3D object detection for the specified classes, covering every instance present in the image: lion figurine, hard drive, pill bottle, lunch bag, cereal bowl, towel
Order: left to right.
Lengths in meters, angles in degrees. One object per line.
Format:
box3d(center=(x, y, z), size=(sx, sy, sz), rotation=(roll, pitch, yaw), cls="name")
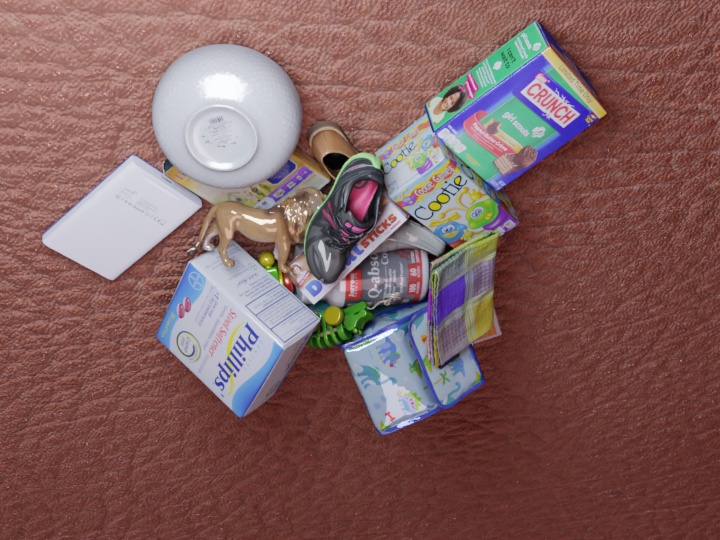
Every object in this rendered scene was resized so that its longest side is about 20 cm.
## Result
box3d(center=(-0.350, -0.074, 1.483), size=(0.200, 0.025, 0.132), rotation=(-36, 134, 22), cls="hard drive")
box3d(center=(-0.178, -0.190, 1.322), size=(0.200, 0.083, 0.200), rotation=(1, 124, 1), cls="cereal bowl")
box3d(center=(-0.151, -0.067, 1.468), size=(0.200, 0.073, 0.123), rotation=(2, 120, -11), cls="lion figurine")
box3d(center=(0.000, 0.000, 1.594), size=(0.200, 0.116, 0.116), rotation=(-5, 137, -11), cls="pill bottle")
box3d(center=(0.085, 0.145, 1.625), size=(0.200, 0.127, 0.170), rotation=(-23, 103, -3), cls="lunch bag")
box3d(center=(0.158, 0.044, 1.543), size=(0.144, 0.023, 0.200), rotation=(-28, 134, -31), cls="towel")

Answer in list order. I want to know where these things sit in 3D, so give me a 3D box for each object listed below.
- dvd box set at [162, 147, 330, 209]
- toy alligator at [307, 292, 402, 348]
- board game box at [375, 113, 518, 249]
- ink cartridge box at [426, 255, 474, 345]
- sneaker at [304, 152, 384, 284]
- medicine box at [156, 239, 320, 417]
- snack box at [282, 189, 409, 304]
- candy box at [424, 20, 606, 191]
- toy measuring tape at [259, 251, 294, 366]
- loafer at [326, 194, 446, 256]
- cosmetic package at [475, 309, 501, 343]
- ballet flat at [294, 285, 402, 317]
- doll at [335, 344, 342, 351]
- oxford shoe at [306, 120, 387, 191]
box3d(center=(-0.163, -0.142, 1.457), size=(0.146, 0.029, 0.200), rotation=(-38, 134, 24), cls="dvd box set")
box3d(center=(-0.022, 0.084, 1.566), size=(0.200, 0.054, 0.059), rotation=(-16, 160, 23), cls="toy alligator")
box3d(center=(0.130, -0.122, 1.507), size=(0.105, 0.103, 0.200), rotation=(-36, 134, 22), cls="board game box")
box3d(center=(0.137, 0.081, 1.687), size=(0.119, 0.042, 0.200), rotation=(11, 105, -1), cls="ink cartridge box")
box3d(center=(-0.023, -0.067, 1.411), size=(0.077, 0.084, 0.200), rotation=(15, 112, -18), cls="sneaker")
box3d(center=(-0.193, 0.090, 1.570), size=(0.103, 0.200, 0.182), rotation=(-33, 160, -50), cls="medicine box")
box3d(center=(-0.023, -0.039, 1.485), size=(0.072, 0.024, 0.200), rotation=(46, 112, -4), cls="snack box")
box3d(center=(0.221, -0.230, 1.436), size=(0.200, 0.077, 0.169), rotation=(-36, 133, 21), cls="candy box")
box3d(center=(-0.135, 0.058, 1.633), size=(0.073, 0.074, 0.200), rotation=(-11, 115, -3), cls="toy measuring tape")
box3d(center=(0.031, -0.055, 1.532), size=(0.200, 0.070, 0.070), rotation=(19, 176, -2), cls="loafer")
box3d(center=(0.137, 0.090, 1.765), size=(0.200, 0.071, 0.101), rotation=(-19, 138, 6), cls="cosmetic package")
box3d(center=(-0.023, 0.056, 1.686), size=(0.200, 0.072, 0.072), rotation=(10, 134, -12), cls="ballet flat")
box3d(center=(-0.101, 0.097, 1.719), size=(0.200, 0.049, 0.136), rotation=(17, 152, -30), cls="doll")
box3d(center=(-0.006, -0.135, 1.482), size=(0.071, 0.071, 0.200), rotation=(-35, 136, 20), cls="oxford shoe")
